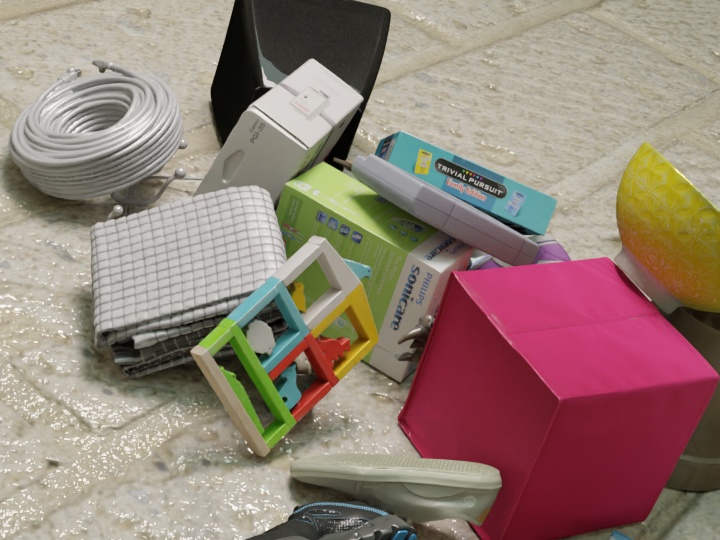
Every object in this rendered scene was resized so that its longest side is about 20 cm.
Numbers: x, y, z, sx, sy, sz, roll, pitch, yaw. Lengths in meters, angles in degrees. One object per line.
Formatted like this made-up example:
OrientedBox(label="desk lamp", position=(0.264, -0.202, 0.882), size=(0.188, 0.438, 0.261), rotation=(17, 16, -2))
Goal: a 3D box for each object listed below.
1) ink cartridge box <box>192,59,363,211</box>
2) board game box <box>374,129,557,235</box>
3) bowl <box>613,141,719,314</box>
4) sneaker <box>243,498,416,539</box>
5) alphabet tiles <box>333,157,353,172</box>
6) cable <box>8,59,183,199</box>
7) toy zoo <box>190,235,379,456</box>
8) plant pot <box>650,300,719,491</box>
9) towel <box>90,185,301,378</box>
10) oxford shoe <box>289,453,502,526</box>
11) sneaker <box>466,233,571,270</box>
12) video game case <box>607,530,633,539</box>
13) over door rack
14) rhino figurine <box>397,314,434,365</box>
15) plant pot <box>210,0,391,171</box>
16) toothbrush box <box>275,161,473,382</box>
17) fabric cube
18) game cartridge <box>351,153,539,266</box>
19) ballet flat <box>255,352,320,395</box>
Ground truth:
OrientedBox(label="ink cartridge box", position=(-0.091, -0.135, 1.599), size=(0.083, 0.147, 0.200), rotation=(36, 28, 1))
OrientedBox(label="board game box", position=(0.116, -0.100, 1.676), size=(0.198, 0.047, 0.151), rotation=(23, -2, -8))
OrientedBox(label="bowl", position=(0.319, -0.021, 1.427), size=(0.200, 0.108, 0.200), rotation=(43, 10, -9))
OrientedBox(label="sneaker", position=(-0.049, 0.243, 1.221), size=(0.199, 0.074, 0.082), rotation=(-2, 20, -39))
OrientedBox(label="alphabet tiles", position=(0.061, -0.092, 1.722), size=(0.165, 0.006, 0.200), rotation=(22, -1, 25))
OrientedBox(label="cable", position=(-0.301, -0.157, 1.624), size=(0.199, 0.070, 0.200), rotation=(17, 46, 34))
OrientedBox(label="toy zoo", position=(-0.057, 0.061, 1.352), size=(0.200, 0.132, 0.020), rotation=(-43, 33, -25))
OrientedBox(label="plant pot", position=(0.351, 0.105, 1.532), size=(0.198, 0.175, 0.201), rotation=(13, 32, -8))
OrientedBox(label="towel", position=(-0.167, 0.014, 1.424), size=(0.198, 0.086, 0.166), rotation=(-16, 45, 0))
OrientedBox(label="oxford shoe", position=(0.030, 0.201, 1.310), size=(0.198, 0.058, 0.075), rotation=(5, 6, 10))
OrientedBox(label="sneaker", position=(0.183, 0.026, 1.661), size=(0.199, 0.073, 0.115), rotation=(-17, 62, -31))
OrientedBox(label="video game case", position=(0.265, 0.328, 1.291), size=(0.142, 0.018, 0.200), rotation=(27, 32, 13))
OrientedBox(label="over door rack", position=(-0.185, -0.084, 1.632), size=(0.198, 0.067, 0.148), rotation=(12, 33, -12))
OrientedBox(label="rhino figurine", position=(0.109, 0.081, 1.491), size=(0.199, 0.088, 0.060), rotation=(6, 28, -45))
OrientedBox(label="plant pot", position=(-0.080, -0.221, 1.793), size=(0.198, 0.200, 0.178), rotation=(12, 43, -12))
OrientedBox(label="toothbrush box", position=(0.000, 0.000, 1.528), size=(0.199, 0.147, 0.086), rotation=(30, 32, 18))
OrientedBox(label="fabric cube", position=(0.185, 0.125, 1.391), size=(0.198, 0.197, 0.200), rotation=(-5, 40, -31))
OrientedBox(label="game cartridge", position=(0.095, -0.060, 1.508), size=(0.199, 0.042, 0.133), rotation=(24, 11, -41))
OrientedBox(label="ballet flat", position=(-0.098, 0.065, 1.455), size=(0.067, 0.064, 0.200), rotation=(-6, 40, -35))
